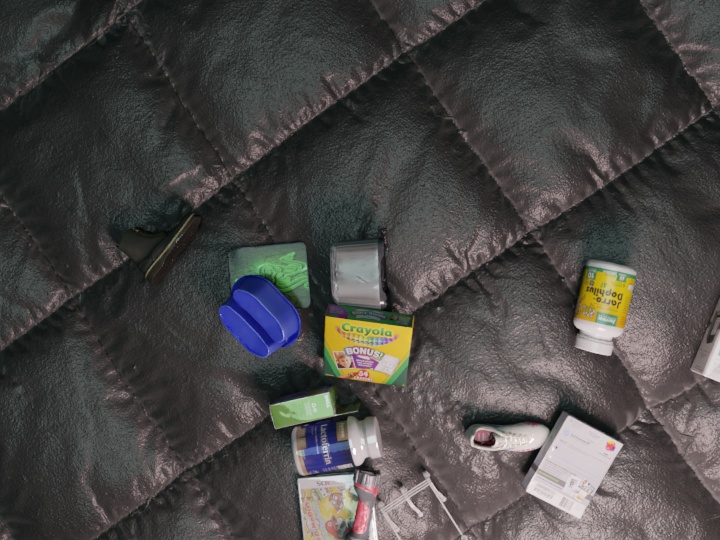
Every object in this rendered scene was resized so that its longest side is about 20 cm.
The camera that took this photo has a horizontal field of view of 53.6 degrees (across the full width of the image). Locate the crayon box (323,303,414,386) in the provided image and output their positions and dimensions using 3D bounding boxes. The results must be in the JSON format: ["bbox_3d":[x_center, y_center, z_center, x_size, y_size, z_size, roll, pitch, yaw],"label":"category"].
[{"bbox_3d":[0.016,0.174,1.647,0.198,0.058,0.174,7,124,5],"label":"crayon box"}]

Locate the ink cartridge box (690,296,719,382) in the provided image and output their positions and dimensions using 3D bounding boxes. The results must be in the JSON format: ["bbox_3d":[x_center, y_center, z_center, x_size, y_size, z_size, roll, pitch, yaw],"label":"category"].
[{"bbox_3d":[0.856,0.162,1.593,0.145,0.084,0.201,21,93,4],"label":"ink cartridge box"}]

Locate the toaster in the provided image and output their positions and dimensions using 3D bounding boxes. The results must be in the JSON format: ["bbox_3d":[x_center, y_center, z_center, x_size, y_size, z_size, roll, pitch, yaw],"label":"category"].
[{"bbox_3d":[0.000,0.000,1.659,0.128,0.114,0.202,-2,93,8],"label":"toaster"}]

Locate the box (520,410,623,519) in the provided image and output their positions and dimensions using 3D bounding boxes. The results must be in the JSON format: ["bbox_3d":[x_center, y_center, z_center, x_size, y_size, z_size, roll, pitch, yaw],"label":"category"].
[{"bbox_3d":[0.485,0.446,1.639,0.155,0.041,0.201,28,95,-9],"label":"box"}]

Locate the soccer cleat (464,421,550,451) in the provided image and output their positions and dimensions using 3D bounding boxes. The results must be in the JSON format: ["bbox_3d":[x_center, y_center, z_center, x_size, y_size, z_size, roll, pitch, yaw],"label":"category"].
[{"bbox_3d":[0.341,0.390,1.644,0.198,0.086,0.070,-2,91,5],"label":"soccer cleat"}]

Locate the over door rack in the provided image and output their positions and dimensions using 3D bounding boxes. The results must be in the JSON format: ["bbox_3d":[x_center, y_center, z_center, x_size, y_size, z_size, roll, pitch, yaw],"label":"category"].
[{"bbox_3d":[0.149,0.595,1.667,0.147,0.067,0.201,-35,67,5],"label":"over door rack"}]

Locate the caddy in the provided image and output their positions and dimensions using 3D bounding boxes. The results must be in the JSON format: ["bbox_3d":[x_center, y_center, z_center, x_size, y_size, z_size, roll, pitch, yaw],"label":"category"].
[{"bbox_3d":[-0.233,0.104,1.684,0.200,0.105,0.141,46,120,-1],"label":"caddy"}]

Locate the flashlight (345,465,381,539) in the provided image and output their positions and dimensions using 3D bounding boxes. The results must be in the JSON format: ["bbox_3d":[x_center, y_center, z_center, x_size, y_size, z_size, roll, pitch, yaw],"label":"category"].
[{"bbox_3d":[0.000,0.563,1.667,0.067,0.068,0.202,12,91,4],"label":"flashlight"}]

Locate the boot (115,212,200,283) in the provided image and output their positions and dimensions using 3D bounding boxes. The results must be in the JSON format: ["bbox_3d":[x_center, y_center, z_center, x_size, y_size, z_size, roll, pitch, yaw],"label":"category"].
[{"bbox_3d":[-0.494,-0.088,1.727,0.138,0.077,0.200,39,93,9],"label":"boot"}]

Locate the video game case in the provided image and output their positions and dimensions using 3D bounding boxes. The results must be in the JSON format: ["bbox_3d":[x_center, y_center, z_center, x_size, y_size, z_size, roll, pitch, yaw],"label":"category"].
[{"bbox_3d":[-0.053,0.590,1.717,0.181,0.023,0.202,-6,90,6],"label":"video game case"}]

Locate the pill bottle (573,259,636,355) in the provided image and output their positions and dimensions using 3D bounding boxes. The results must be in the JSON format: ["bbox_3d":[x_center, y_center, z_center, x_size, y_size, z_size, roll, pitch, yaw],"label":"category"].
[{"bbox_3d":[0.544,0.083,1.607,0.112,0.113,0.201,13,92,5],"label":"pill bottle"}]

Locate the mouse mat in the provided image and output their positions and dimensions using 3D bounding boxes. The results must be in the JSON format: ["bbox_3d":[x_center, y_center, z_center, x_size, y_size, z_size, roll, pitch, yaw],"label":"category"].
[{"bbox_3d":[-0.223,0.018,1.734,0.198,0.008,0.162,-5,90,5],"label":"mouse mat"}]

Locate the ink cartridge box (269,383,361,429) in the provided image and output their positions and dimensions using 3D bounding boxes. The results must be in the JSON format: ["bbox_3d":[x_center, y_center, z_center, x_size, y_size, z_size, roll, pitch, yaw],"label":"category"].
[{"bbox_3d":[-0.104,0.313,1.677,0.199,0.104,0.060,-13,90,6],"label":"ink cartridge box"}]

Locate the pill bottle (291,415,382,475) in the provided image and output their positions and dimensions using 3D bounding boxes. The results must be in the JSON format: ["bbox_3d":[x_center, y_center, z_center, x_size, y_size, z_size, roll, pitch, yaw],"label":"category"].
[{"bbox_3d":[-0.054,0.405,1.668,0.199,0.116,0.117,-12,90,5],"label":"pill bottle"}]
